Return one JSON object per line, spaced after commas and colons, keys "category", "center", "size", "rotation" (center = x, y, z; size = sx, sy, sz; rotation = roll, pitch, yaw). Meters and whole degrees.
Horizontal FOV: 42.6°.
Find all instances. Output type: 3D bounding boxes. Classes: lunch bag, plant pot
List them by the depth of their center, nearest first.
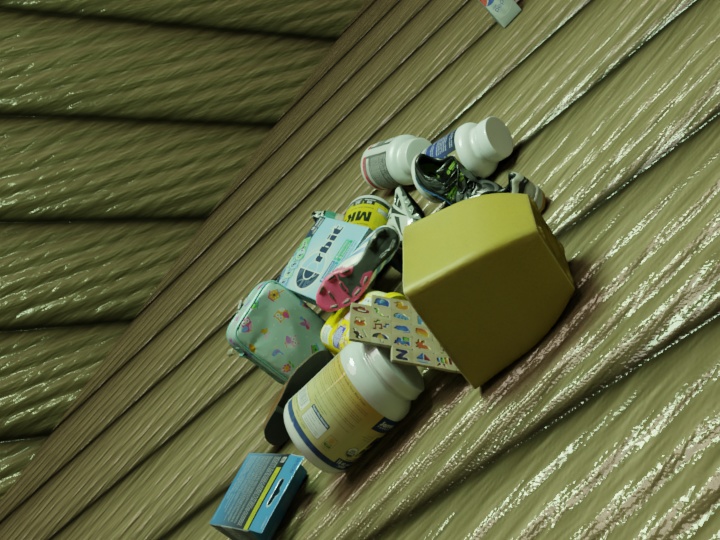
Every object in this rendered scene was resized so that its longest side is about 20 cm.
{"category": "plant pot", "center": [0.193, 0.006, 1.331], "size": [0.198, 0.197, 0.196], "rotation": [-29, 25, 18]}
{"category": "lunch bag", "center": [-0.163, 0.127, 1.827], "size": [0.162, 0.199, 0.077], "rotation": [-56, 19, -14]}

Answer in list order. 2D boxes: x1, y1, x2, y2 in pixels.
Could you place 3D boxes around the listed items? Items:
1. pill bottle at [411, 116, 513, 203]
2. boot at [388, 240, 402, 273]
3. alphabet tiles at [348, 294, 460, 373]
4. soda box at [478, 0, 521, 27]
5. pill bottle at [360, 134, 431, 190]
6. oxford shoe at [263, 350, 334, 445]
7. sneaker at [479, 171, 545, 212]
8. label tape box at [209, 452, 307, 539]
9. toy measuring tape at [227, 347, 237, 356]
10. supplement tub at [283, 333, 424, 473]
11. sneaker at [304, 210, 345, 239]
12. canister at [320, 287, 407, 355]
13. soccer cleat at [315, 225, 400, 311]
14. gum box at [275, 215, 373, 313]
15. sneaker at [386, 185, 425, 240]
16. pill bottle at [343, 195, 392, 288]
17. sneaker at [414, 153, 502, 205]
{"category": "pill bottle", "center": [0.200, -0.220, 1.808], "size": [0.199, 0.111, 0.112], "rotation": [-29, 28, 45]}
{"category": "boot", "center": [0.134, -0.057, 1.737], "size": [0.139, 0.078, 0.199], "rotation": [-49, 30, -17]}
{"category": "alphabet tiles", "center": [0.079, 0.095, 1.423], "size": [0.168, 0.195, 0.008], "rotation": [-87, 8, -59]}
{"category": "soda box", "center": [0.313, -0.705, 2.309], "size": [0.063, 0.200, 0.069], "rotation": [-42, 22, 12]}
{"category": "pill bottle", "center": [0.088, -0.246, 2.094], "size": [0.112, 0.110, 0.199], "rotation": [-55, 20, -17]}
{"category": "oxford shoe", "center": [-0.123, 0.232, 1.752], "size": [0.201, 0.071, 0.071], "rotation": [-52, 15, -4]}
{"category": "sneaker", "center": [0.218, -0.090, 1.576], "size": [0.200, 0.087, 0.076], "rotation": [-43, 22, 22]}
{"category": "label tape box", "center": [-0.158, 0.386, 1.557], "size": [0.198, 0.066, 0.145], "rotation": [-14, 41, 54]}
{"category": "toy measuring tape", "center": [-0.190, 0.160, 1.965], "size": [0.198, 0.075, 0.073], "rotation": [-27, 3, -39]}
{"category": "supplement tub", "center": [-0.009, 0.204, 1.447], "size": [0.200, 0.144, 0.145], "rotation": [-43, 21, 15]}
{"category": "sneaker", "center": [-0.088, -0.043, 2.038], "size": [0.072, 0.078, 0.203], "rotation": [-66, -9, -61]}
{"category": "canister", "center": [0.013, 0.104, 1.667], "size": [0.149, 0.086, 0.199], "rotation": [-52, 19, -9]}
{"category": "soccer cleat", "center": [0.000, 0.000, 1.699], "size": [0.200, 0.070, 0.086], "rotation": [-44, -2, 2]}
{"category": "gum box", "center": [-0.066, -0.017, 1.813], "size": [0.172, 0.044, 0.199], "rotation": [-57, 31, -10]}
{"category": "sneaker", "center": [0.083, -0.111, 1.916], "size": [0.088, 0.074, 0.201], "rotation": [-42, 21, 12]}
{"category": "pill bottle", "center": [0.005, -0.054, 1.925], "size": [0.114, 0.114, 0.202], "rotation": [-34, 25, 35]}
{"category": "sneaker", "center": [0.178, -0.163, 1.715], "size": [0.197, 0.083, 0.071], "rotation": [26, 72, 30]}
